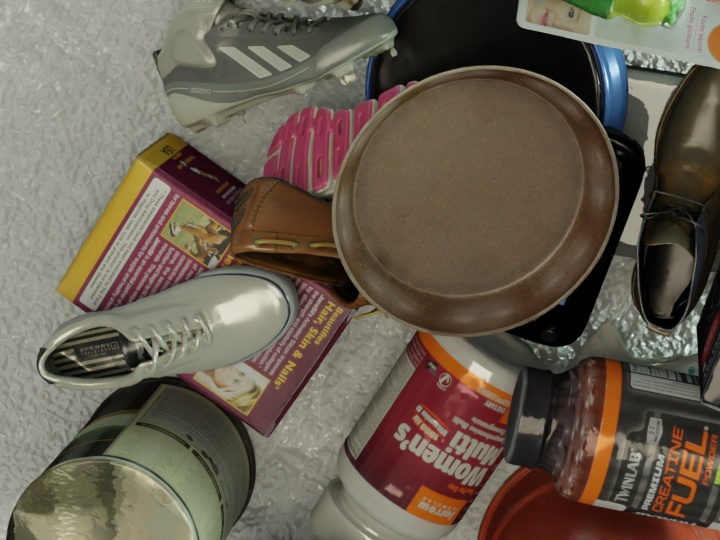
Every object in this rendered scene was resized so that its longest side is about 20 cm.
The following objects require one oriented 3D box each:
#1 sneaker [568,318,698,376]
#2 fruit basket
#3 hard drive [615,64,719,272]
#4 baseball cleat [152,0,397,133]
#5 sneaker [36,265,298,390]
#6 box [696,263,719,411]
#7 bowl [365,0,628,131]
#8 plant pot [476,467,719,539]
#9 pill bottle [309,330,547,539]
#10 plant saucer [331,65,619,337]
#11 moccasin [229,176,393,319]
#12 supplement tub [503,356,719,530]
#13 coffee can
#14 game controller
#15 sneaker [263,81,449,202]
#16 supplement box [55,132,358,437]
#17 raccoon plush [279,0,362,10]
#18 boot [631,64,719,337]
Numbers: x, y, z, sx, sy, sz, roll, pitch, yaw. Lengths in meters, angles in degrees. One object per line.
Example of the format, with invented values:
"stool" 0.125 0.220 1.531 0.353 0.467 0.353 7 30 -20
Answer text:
"sneaker" 0.252 0.108 1.512 0.199 0.075 0.089 28 95 2
"fruit basket" 0.217 -0.232 1.389 0.198 0.094 0.187 10 67 6
"hard drive" 0.264 -0.070 1.481 0.198 0.033 0.141 10 106 7
"baseball cleat" -0.072 -0.171 1.474 0.199 0.070 0.107 -20 99 27
"sneaker" -0.141 0.051 1.449 0.198 0.071 0.074 -17 102 15
"box" 0.312 -0.006 1.377 0.103 0.182 0.201 20 106 4
"bowl" 0.096 -0.130 1.469 0.199 0.039 0.202 5 105 19
"plant pot" 0.176 0.254 1.491 0.199 0.195 0.203 2 104 9
"pill bottle" 0.050 0.134 1.526 0.109 0.110 0.201 33 106 0
"plant saucer" 0.076 -0.050 1.364 0.198 0.035 0.202 -4 117 -9
"moccasin" 0.001 -0.001 1.432 0.200 0.078 0.074 23 151 -24
"supplement tub" 0.205 0.122 1.426 0.198 0.107 0.108 11 106 0
"coffee can" -0.170 0.180 1.526 0.145 0.200 0.148 2 104 8
"game controller" 0.133 -0.029 1.443 0.103 0.042 0.201 13 130 -3
"sneaker" 0.013 -0.081 1.452 0.199 0.087 0.074 -15 63 43
"supplement box" -0.108 0.009 1.523 0.199 0.103 0.131 35 107 0
"raccoon plush" -0.073 -0.259 1.433 0.199 0.134 0.097 32 107 0
"boot" 0.237 -0.048 1.422 0.074 0.097 0.202 11 106 6
